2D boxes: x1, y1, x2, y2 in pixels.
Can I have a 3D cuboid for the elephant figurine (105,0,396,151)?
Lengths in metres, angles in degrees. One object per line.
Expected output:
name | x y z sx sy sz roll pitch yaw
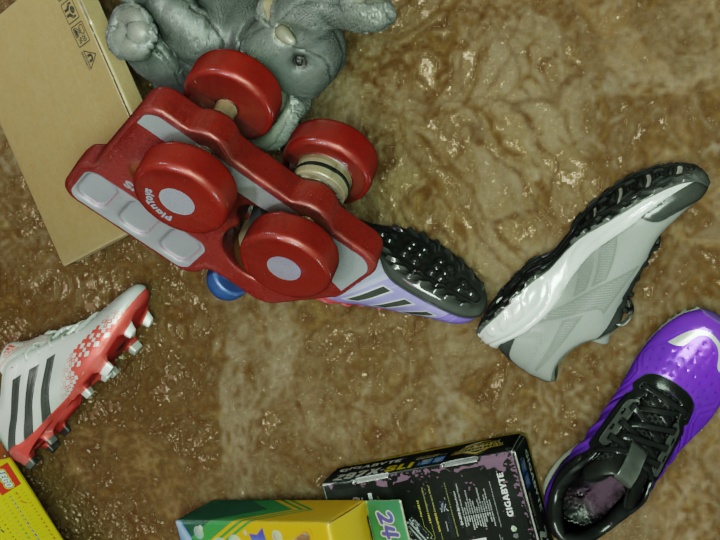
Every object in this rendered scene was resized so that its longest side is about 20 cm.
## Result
elephant figurine | -0.070 -0.158 0.934 0.199 0.155 0.142 25 103 12

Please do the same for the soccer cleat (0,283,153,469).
soccer cleat | -0.247 0.075 1.073 0.085 0.069 0.200 42 113 2

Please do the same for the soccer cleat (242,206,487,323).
soccer cleat | 0.000 0.000 0.992 0.199 0.068 0.073 24 122 12

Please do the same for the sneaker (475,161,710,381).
sneaker | 0.174 0.000 0.936 0.079 0.074 0.200 43 115 -4

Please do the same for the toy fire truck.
toy fire truck | -0.091 -0.044 0.914 0.200 0.113 0.168 34 144 -18

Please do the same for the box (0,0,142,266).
box | -0.226 -0.117 1.024 0.163 0.021 0.201 -21 94 45

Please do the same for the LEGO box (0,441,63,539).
LEGO box | -0.310 0.260 1.093 0.149 0.077 0.201 -34 89 41

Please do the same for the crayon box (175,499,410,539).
crayon box | -0.046 0.243 1.012 0.199 0.051 0.126 -9 97 39

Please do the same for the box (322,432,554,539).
box | 0.074 0.238 1.013 0.159 0.049 0.201 -14 95 21

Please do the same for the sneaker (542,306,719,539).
sneaker | 0.198 0.120 0.926 0.069 0.100 0.201 35 108 6
